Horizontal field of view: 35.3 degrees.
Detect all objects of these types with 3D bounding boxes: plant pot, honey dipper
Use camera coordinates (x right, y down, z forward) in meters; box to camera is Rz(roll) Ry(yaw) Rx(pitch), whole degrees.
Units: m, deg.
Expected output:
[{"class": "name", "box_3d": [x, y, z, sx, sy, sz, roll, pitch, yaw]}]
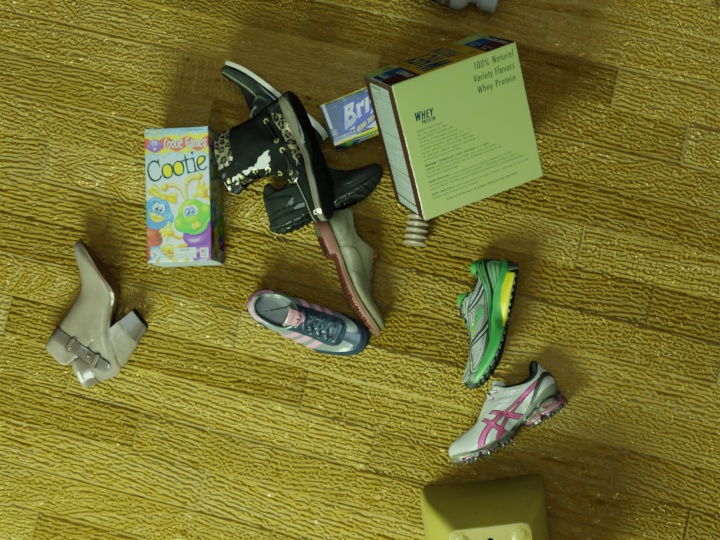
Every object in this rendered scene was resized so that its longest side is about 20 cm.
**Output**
[{"class": "plant pot", "box_3d": [0.190, 0.413, 1.631, 0.192, 0.200, 0.198, -7, 86, 3]}, {"class": "honey dipper", "box_3d": [0.098, -0.140, 1.754, 0.037, 0.038, 0.204, 7, 85, 4]}]

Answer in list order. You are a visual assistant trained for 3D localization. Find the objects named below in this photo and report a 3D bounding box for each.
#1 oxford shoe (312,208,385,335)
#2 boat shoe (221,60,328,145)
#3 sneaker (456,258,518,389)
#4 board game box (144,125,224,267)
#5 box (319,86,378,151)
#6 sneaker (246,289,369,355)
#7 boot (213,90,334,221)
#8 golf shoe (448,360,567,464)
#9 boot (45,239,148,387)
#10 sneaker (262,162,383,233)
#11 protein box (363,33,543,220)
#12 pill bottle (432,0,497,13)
[{"class": "oxford shoe", "box_3d": [0.000, 0.000, 1.736, 0.074, 0.070, 0.203, -26, 93, -11]}, {"class": "boat shoe", "box_3d": [-0.145, -0.251, 1.759, 0.199, 0.072, 0.068, 40, 89, 2]}, {"class": "sneaker", "box_3d": [0.184, 0.081, 1.722, 0.084, 0.078, 0.203, 11, 78, 11]}, {"class": "board game box", "box_3d": [-0.271, -0.111, 1.744, 0.103, 0.103, 0.204, -3, 86, 4]}, {"class": "box", "box_3d": [0.040, -0.254, 1.750, 0.197, 0.064, 0.071, -21, 86, 2]}, {"class": "sneaker", "box_3d": [-0.083, 0.083, 1.729, 0.197, 0.082, 0.071, 17, 87, 5]}, {"class": "boot", "box_3d": [-0.131, -0.150, 1.704, 0.149, 0.073, 0.203, -21, 87, 18]}, {"class": "golf shoe", "box_3d": [0.210, 0.218, 1.709, 0.198, 0.073, 0.093, -31, 79, -8]}, {"class": "boot", "box_3d": [-0.431, 0.074, 1.762, 0.146, 0.070, 0.201, -38, 84, 3]}, {"class": "sneaker", "box_3d": [-0.062, -0.131, 1.748, 0.197, 0.076, 0.092, -22, 79, 1]}, {"class": "protein box", "box_3d": [0.135, -0.213, 1.651, 0.196, 0.135, 0.203, -21, 111, -12]}, {"class": "pill bottle", "box_3d": [0.127, -0.467, 1.733, 0.197, 0.111, 0.113, 22, 88, 5]}]
